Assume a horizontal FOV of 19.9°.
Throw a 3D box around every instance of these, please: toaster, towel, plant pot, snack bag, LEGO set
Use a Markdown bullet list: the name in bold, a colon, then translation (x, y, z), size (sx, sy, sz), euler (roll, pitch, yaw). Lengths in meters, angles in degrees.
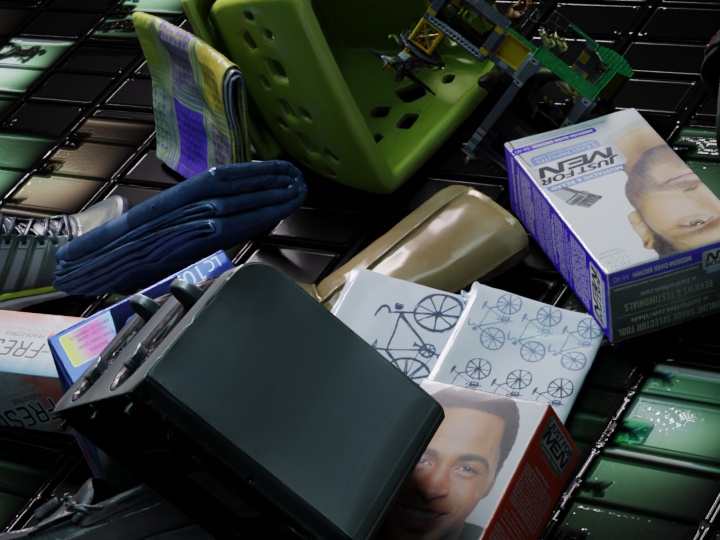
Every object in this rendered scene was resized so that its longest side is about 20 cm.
- **toaster**: translation (-0.063, 0.094, 1.223), size (0.119, 0.200, 0.181), euler (-55, 14, -20)
- **towel**: translation (-0.139, -0.028, 1.575), size (0.199, 0.049, 0.111), euler (-24, -9, 41)
- **towel**: translation (-0.138, -0.129, 1.710), size (0.023, 0.144, 0.200), euler (-18, 30, -23)
- **plant pot**: translation (-0.021, -0.201, 1.703), size (0.181, 0.201, 0.199), euler (7, 44, 44)
- **snack bag**: translation (0.048, 0.075, 1.396), size (0.199, 0.021, 0.189), euler (16, 48, 19)
- **LEGO set**: translation (0.106, -0.150, 1.607), size (0.116, 0.200, 0.154), euler (-53, 6, 28)

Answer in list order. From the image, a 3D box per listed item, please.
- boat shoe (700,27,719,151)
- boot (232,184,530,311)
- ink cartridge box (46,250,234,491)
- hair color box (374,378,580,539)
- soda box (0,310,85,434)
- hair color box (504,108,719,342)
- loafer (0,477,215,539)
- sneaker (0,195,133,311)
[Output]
- **boat shoe**: translation (0.294, -0.166, 1.584), size (0.063, 0.074, 0.202), euler (-6, 42, 9)
- **boot**: translation (0.000, 0.000, 1.537), size (0.200, 0.066, 0.175), euler (-37, 49, -19)
- **ink cartridge box**: translation (-0.132, 0.069, 1.386), size (0.136, 0.200, 0.077), euler (-27, 73, -13)
- **hair color box**: translation (0.044, 0.169, 1.250), size (0.101, 0.061, 0.201), euler (8, 56, 37)
- **soda box**: translation (-0.257, 0.077, 1.569), size (0.199, 0.064, 0.068), euler (4, 42, 33)
- **hair color box**: translation (0.188, -0.037, 1.465), size (0.109, 0.065, 0.200), euler (-16, 35, -11)
- **loafer**: translation (-0.160, 0.160, 1.390), size (0.199, 0.063, 0.072), euler (-13, 6, 10)
- **sneaker**: translation (-0.280, -0.016, 1.689), size (0.199, 0.081, 0.074), euler (-26, 35, -6)
